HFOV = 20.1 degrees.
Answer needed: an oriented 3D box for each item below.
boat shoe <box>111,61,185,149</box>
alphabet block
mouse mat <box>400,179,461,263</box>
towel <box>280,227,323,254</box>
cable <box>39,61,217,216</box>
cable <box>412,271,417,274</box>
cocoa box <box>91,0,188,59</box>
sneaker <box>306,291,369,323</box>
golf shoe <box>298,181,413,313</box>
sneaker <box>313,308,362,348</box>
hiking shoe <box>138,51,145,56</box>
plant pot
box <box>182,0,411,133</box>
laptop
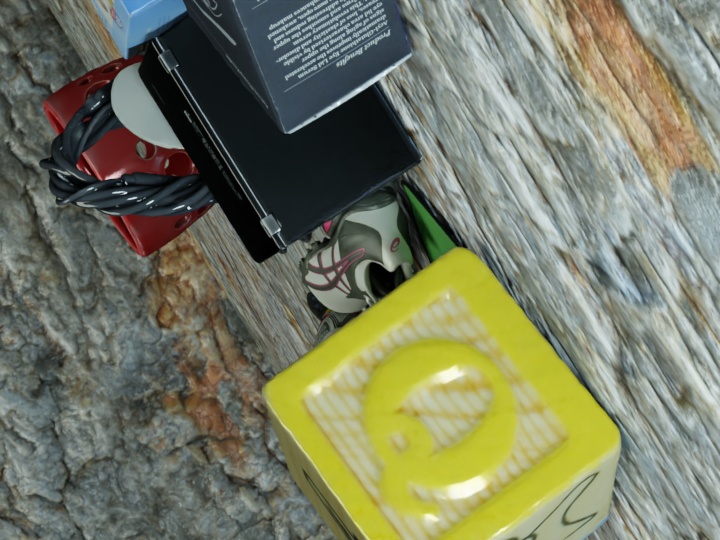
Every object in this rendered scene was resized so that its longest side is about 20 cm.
[{"bbox_3d":[-0.108,-0.130,1.673,0.064,0.199,0.071,-12,-68,-69],"label":"boat shoe"},{"bbox_3d":[0.062,0.137,1.507,0.197,0.195,0.200,50,168,19],"label":"alphabet block"},{"bbox_3d":[0.092,0.031,1.615,0.161,0.008,0.200,52,170,38],"label":"mouse mat"},{"bbox_3d":[-0.089,-0.121,1.860,0.166,0.085,0.200,56,172,22],"label":"towel"},{"bbox_3d":[-0.174,-0.099,1.711,0.163,0.200,0.051,32,140,22],"label":"cable"},{"bbox_3d":[0.099,0.079,1.677,0.200,0.050,0.097,41,149,24],"label":"cable"},{"bbox_3d":[-0.153,-0.259,1.540,0.134,0.131,0.200,61,172,-1],"label":"cocoa box"},{"bbox_3d":[0.039,0.072,1.907,0.200,0.077,0.085,50,-171,21],"label":"sneaker"},{"bbox_3d":[0.000,0.000,1.689,0.200,0.077,0.088,100,145,-64],"label":"golf shoe"},{"bbox_3d":[-0.004,0.110,1.838,0.201,0.077,0.082,89,-177,-49],"label":"sneaker"},{"bbox_3d":[-0.127,-0.223,1.713,0.199,0.075,0.101,12,96,48],"label":"hiking shoe"},{"bbox_3d":[-0.214,-0.142,2.181,0.201,0.182,0.201,57,172,12],"label":"plant pot"},{"bbox_3d":[-0.064,-0.213,1.292,0.148,0.104,0.200,52,170,36],"label":"box"},{"bbox_3d":[-0.068,-0.121,1.567,0.188,0.116,0.200,59,167,-2],"label":"laptop"}]
